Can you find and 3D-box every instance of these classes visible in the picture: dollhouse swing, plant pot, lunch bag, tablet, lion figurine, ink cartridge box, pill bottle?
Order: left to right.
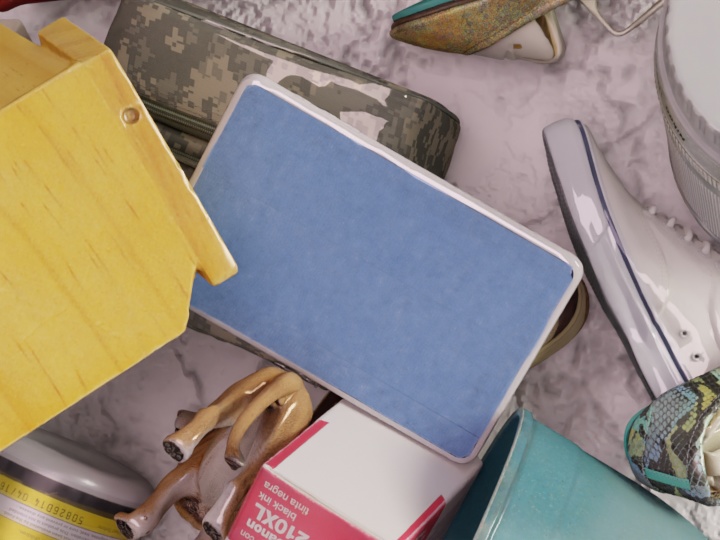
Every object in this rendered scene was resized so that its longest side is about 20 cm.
[{"bbox_3d":[-0.206,-0.018,1.322,0.200,0.176,0.182,-33,101,-15],"label":"dollhouse swing"},{"bbox_3d":[-0.198,0.190,1.434,0.112,0.112,0.201,23,90,14],"label":"pill bottle"},{"bbox_3d":[-0.062,0.095,1.361,0.073,0.200,0.122,48,60,-2],"label":"lion figurine"},{"bbox_3d":[-0.060,-0.043,1.414,0.199,0.139,0.168,22,94,12],"label":"lunch bag"},{"bbox_3d":[-0.032,0.179,1.351,0.084,0.145,0.200,31,112,11],"label":"ink cartridge box"},{"bbox_3d":[0.000,0.000,1.331,0.200,0.014,0.130,30,110,2],"label":"tablet"},{"bbox_3d":[0.120,0.201,1.331,0.187,0.200,0.201,26,91,-1],"label":"plant pot"}]

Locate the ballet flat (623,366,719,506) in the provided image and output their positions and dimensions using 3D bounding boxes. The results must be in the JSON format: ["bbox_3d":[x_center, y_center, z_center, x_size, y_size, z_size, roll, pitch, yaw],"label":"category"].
[{"bbox_3d":[0.230,0.064,1.335,0.200,0.074,0.074,-31,78,-20],"label":"ballet flat"}]

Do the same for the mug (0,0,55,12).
[{"bbox_3d":[-0.113,-0.212,1.426,0.199,0.178,0.134,-1,99,8],"label":"mug"}]

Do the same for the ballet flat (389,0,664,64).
[{"bbox_3d":[0.114,-0.151,1.423,0.199,0.071,0.071,-24,80,9],"label":"ballet flat"}]

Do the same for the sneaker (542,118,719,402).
[{"bbox_3d":[0.163,0.003,1.399,0.071,0.073,0.201,-26,89,0],"label":"sneaker"}]

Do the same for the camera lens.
[{"bbox_3d":[0.231,-0.091,1.311,0.159,0.200,0.161,-2,75,9],"label":"camera lens"}]

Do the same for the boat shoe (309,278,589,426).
[{"bbox_3d":[0.036,0.060,1.414,0.200,0.072,0.072,-36,78,7],"label":"boat shoe"}]

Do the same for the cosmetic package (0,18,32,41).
[{"bbox_3d":[-0.249,-0.044,1.431,0.105,0.071,0.200,1,49,23],"label":"cosmetic package"}]
